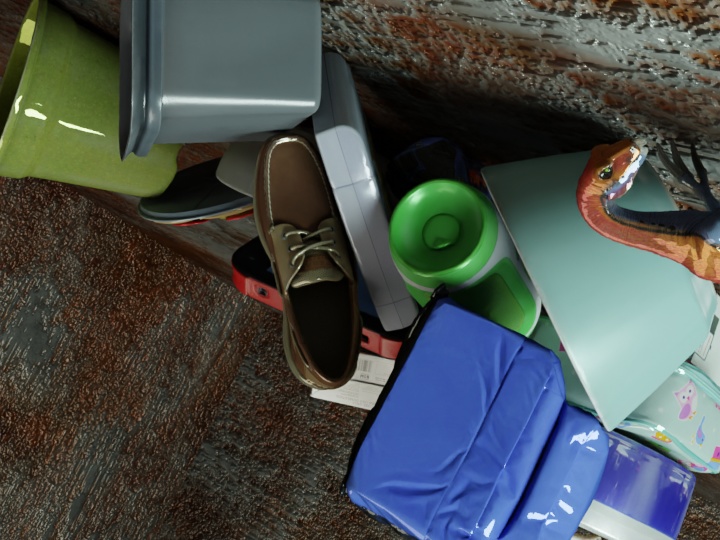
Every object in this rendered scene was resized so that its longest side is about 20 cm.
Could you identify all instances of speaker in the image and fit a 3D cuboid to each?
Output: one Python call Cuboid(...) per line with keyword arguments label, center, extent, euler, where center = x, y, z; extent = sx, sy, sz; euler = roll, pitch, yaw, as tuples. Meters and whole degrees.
Cuboid(label="speaker", center=(0.085, 0.002, 0.810), extent=(0.088, 0.089, 0.200), euler=(22, 170, 26))

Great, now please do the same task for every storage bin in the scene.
Cuboid(label="storage bin", center=(-0.109, -0.159, 0.778), extent=(0.133, 0.148, 0.200), euler=(0, 179, -16))

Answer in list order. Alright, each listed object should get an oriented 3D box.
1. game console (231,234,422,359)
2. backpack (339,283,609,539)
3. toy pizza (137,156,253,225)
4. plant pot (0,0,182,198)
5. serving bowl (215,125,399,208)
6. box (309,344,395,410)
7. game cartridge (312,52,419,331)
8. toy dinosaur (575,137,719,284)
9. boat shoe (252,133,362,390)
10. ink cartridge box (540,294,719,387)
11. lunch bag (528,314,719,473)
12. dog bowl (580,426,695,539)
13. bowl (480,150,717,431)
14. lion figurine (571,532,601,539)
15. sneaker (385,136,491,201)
Cuboid(label="game console", center=(0.000, 0.000, 0.952), extent=(0.198, 0.177, 0.031), euler=(23, 127, 20))
Cuboid(label="backpack", center=(0.085, 0.133, 0.756), extent=(0.167, 0.163, 0.200), euler=(32, 173, 11))
Cuboid(label="toy pizza", center=(-0.149, -0.088, 1.163), extent=(0.199, 0.199, 0.032), euler=(16, 127, 51))
Cuboid(label="plant pot", center=(-0.282, -0.166, 1.109), extent=(0.183, 0.203, 0.200), euler=(17, 176, -25))
Cuboid(label="serving bowl", center=(-0.036, -0.097, 1.004), extent=(0.198, 0.067, 0.200), euler=(15, -169, -3))
Cuboid(label="box", center=(0.030, 0.044, 0.975), extent=(0.115, 0.061, 0.201), euler=(11, -146, 3))
Cuboid(label="game cartridge", center=(0.004, -0.056, 0.829), extent=(0.040, 0.134, 0.201), euler=(-14, 130, 8))
Cuboid(label="toy dinosaur", center=(0.213, -0.016, 0.568), extent=(0.179, 0.202, 0.105), euler=(-5, 152, 3))
Cuboid(label="boat shoe", center=(-0.034, -0.007, 0.798), extent=(0.075, 0.202, 0.072), euler=(-14, -176, -12))
Cuboid(label="ink cartridge box", center=(0.239, 0.030, 0.951), extent=(0.146, 0.084, 0.200), euler=(18, 167, 43))
Cuboid(label="lunch bag", center=(0.222, 0.107, 0.922), extent=(0.199, 0.078, 0.160), euler=(16, 168, 47))
Cuboid(label="dog bowl", center=(0.187, 0.178, 0.919), extent=(0.198, 0.079, 0.200), euler=(25, 172, 4))
Cuboid(label="bowl", center=(0.172, -0.003, 0.719), extent=(0.202, 0.104, 0.201), euler=(60, -169, -20))
Cuboid(label="lion figurine", center=(0.147, 0.227, 0.881), extent=(0.122, 0.073, 0.200), euler=(28, 161, 39))
Cuboid(label="sneaker", center=(0.073, -0.071, 0.886), extent=(0.075, 0.078, 0.200), euler=(43, 173, 12))
